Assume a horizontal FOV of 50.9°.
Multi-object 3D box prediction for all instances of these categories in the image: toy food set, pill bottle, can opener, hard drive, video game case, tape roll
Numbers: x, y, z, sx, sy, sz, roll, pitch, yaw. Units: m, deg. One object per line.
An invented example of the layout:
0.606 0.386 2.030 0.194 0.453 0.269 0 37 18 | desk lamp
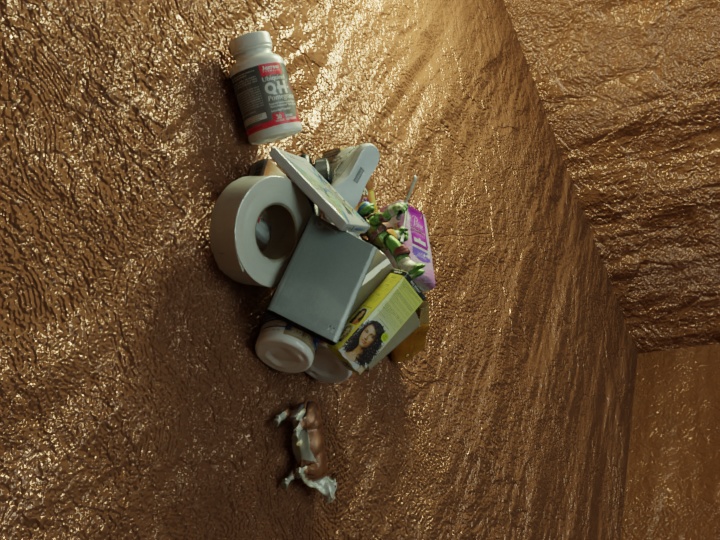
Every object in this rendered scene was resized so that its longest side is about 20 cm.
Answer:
0.019 0.077 1.470 0.143 0.060 0.200 -38 115 -22 | toy food set
-0.120 0.084 1.438 0.111 0.111 0.200 51 40 -36 | pill bottle
-0.105 -0.173 1.562 0.063 0.078 0.200 55 23 -37 | can opener
-0.191 -0.356 1.483 0.111 0.110 0.201 -23 99 -58 | pill bottle
-0.069 0.016 1.376 0.139 0.033 0.200 27 69 -11 | hard drive
-0.074 -0.150 1.446 0.200 0.022 0.182 47 11 9 | video game case
-0.045 0.118 1.543 0.114 0.114 0.200 55 37 -31 | pill bottle
-0.175 -0.070 1.371 0.202 0.071 0.203 -9 101 -50 | tape roll

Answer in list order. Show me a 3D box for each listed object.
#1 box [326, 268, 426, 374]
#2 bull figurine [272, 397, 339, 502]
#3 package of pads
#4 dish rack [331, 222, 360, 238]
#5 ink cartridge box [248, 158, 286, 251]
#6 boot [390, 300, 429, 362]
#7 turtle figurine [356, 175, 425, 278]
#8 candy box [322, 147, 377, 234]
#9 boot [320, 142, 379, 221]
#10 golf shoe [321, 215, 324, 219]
0.032 0.094 1.415 0.200 0.050 0.075 -49 118 -17 | box
-0.100 0.343 1.418 0.121 0.065 0.201 -5 83 -62 | bull figurine
0.111 -0.053 1.779 0.120 0.076 0.201 26 51 -49 | package of pads
0.000 0.000 1.542 0.200 0.043 0.172 51 31 -19 | dish rack
-0.156 -0.098 1.506 0.200 0.050 0.163 41 47 -40 | ink cartridge box
0.077 0.156 1.764 0.201 0.071 0.144 -13 124 -27 | boot
0.095 -0.087 1.632 0.200 0.144 0.194 -19 74 -33 | turtle figurine
-0.019 -0.178 1.749 0.117 0.056 0.201 -8 87 -59 | candy box
-0.040 -0.188 1.637 0.074 0.095 0.200 45 69 -29 | boot
-0.077 -0.059 1.579 0.095 0.078 0.201 55 34 -50 | golf shoe
